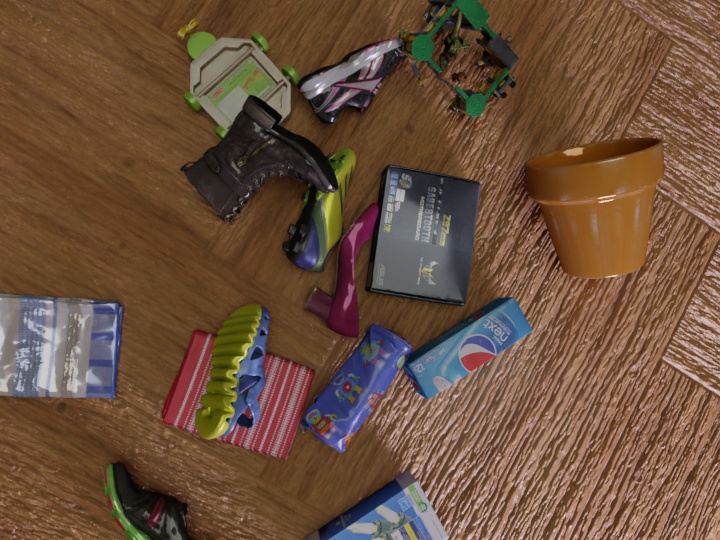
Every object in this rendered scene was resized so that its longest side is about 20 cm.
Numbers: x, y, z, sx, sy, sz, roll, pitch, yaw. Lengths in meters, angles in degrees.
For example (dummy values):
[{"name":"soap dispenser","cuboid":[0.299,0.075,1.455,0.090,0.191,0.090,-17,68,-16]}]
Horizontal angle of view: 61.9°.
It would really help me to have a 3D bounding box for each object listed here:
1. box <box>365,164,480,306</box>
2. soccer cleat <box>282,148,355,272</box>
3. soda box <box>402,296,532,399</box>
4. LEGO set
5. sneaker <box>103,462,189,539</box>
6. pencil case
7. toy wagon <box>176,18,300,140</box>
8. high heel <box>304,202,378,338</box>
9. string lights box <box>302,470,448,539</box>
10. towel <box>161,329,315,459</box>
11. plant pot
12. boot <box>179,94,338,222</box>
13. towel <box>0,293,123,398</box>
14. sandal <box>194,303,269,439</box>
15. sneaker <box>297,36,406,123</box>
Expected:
[{"name":"box","cuboid":[0.099,-0.053,0.950,0.156,0.051,0.202,10,85,-10]},{"name":"soccer cleat","cuboid":[-0.051,-0.092,0.932,0.083,0.064,0.202,31,76,-36]},{"name":"soda box","cuboid":[0.164,0.119,0.941,0.199,0.068,0.064,-32,92,-10]},{"name":"LEGO set","cuboid":[0.147,-0.349,0.951,0.199,0.116,0.154,27,104,-29]},{"name":"sneaker","cuboid":[-0.295,0.352,0.860,0.084,0.077,0.201,-39,92,-34]},{"name":"pencil case","cuboid":[-0.006,0.173,0.907,0.087,0.078,0.201,32,81,33]},{"name":"toy wagon","cuboid":[-0.197,-0.296,0.922,0.155,0.040,0.200,-44,93,-9]},{"name":"high heel","cuboid":[0.000,0.000,0.922,0.096,0.067,0.201,30,97,3]},{"name":"string lights box","cuboid":[0.020,0.406,0.906,0.199,0.059,0.103,-31,93,-9]},{"name":"towel","cuboid":[-0.183,0.187,0.905,0.198,0.022,0.146,20,82,-9]},{"name":"plant pot","cuboid":[0.370,-0.094,0.938,0.198,0.200,0.185,-16,105,-10]},{"name":"boot","cuboid":[-0.150,-0.138,0.889,0.200,0.069,0.174,43,108,0]},{"name":"towel","cuboid":[-0.451,0.110,0.864,0.198,0.024,0.148,4,87,-9]},{"name":"sandal","cuboid":[-0.172,0.147,0.871,0.087,0.079,0.202,32,68,-45]},{"name":"sneaker","cuboid":[-0.001,-0.298,0.947,0.199,0.080,0.087,-30,115,-11]}]
